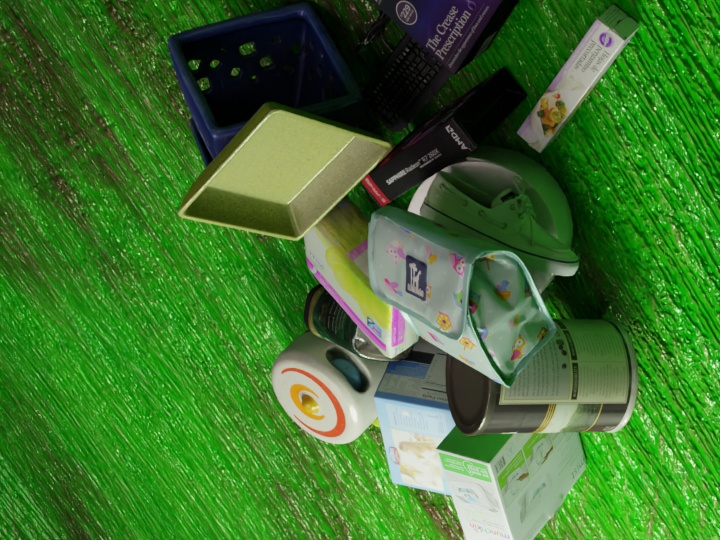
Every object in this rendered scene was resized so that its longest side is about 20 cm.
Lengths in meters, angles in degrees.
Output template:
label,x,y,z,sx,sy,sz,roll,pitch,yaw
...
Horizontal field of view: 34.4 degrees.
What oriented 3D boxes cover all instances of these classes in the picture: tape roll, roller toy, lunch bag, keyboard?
label,x,y,z,sx,sy,sz,roll,pitch,yaw
tape roll,0.159,-0.050,1.447,0.202,0.071,0.203,10,114,24
roller toy,-0.046,0.176,1.851,0.199,0.140,0.183,15,133,36
lunch bag,0.105,0.018,1.312,0.170,0.122,0.200,29,164,44
keyboard,0.047,-0.264,1.459,0.127,0.021,0.200,46,142,2

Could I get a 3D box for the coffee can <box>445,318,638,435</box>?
label,x,y,z,sx,sy,sz,roll,pitch,yaw
coffee can,0.224,0.131,1.458,0.146,0.199,0.147,-179,90,-73

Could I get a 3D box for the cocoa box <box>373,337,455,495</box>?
label,x,y,z,sx,sy,sz,roll,pitch,yaw
cocoa box,0.112,0.215,1.705,0.133,0.131,0.201,8,134,22

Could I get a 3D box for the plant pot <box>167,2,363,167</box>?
label,x,y,z,sx,sy,sz,roll,pitch,yaw
plant pot,-0.121,-0.199,1.498,0.180,0.199,0.200,93,156,-52

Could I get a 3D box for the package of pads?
label,x,y,z,sx,sy,sz,roll,pitch,yaw
package of pads,0.000,0.000,1.540,0.200,0.068,0.155,47,159,26

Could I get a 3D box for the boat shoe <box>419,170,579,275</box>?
label,x,y,z,sx,sy,sz,roll,pitch,yaw
boat shoe,0.171,-0.067,1.359,0.201,0.075,0.086,27,110,22

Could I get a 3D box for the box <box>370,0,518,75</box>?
label,x,y,z,sx,sy,sz,roll,pitch,yaw
box,0.112,-0.337,1.282,0.141,0.079,0.200,44,143,8

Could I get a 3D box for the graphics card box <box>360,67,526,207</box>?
label,x,y,z,sx,sy,sz,roll,pitch,yaw
graphics card box,0.098,-0.160,1.415,0.051,0.125,0.200,51,144,-9

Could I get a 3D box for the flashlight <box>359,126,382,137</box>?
label,x,y,z,sx,sy,sz,roll,pitch,yaw
flashlight,-0.054,-0.154,1.618,0.199,0.068,0.068,2,124,44

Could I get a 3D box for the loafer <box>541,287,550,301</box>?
label,x,y,z,sx,sy,sz,roll,pitch,yaw
loafer,0.164,-0.011,1.544,0.200,0.070,0.070,39,116,12

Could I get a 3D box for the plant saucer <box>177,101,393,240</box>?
label,x,y,z,sx,sy,sz,roll,pitch,yaw
plant saucer,-0.095,-0.126,1.398,0.200,0.200,0.048,-42,56,32

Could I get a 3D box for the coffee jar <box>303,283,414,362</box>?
label,x,y,z,sx,sy,sz,roll,pitch,yaw
coffee jar,-0.005,0.073,1.704,0.200,0.104,0.086,18,98,62

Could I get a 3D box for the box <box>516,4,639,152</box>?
label,x,y,z,sx,sy,sz,roll,pitch,yaw
box,0.239,-0.210,1.301,0.039,0.041,0.200,41,142,7

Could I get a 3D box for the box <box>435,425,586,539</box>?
label,x,y,z,sx,sy,sz,roll,pitch,yaw
box,0.217,0.261,1.620,0.096,0.200,0.177,9,130,40
